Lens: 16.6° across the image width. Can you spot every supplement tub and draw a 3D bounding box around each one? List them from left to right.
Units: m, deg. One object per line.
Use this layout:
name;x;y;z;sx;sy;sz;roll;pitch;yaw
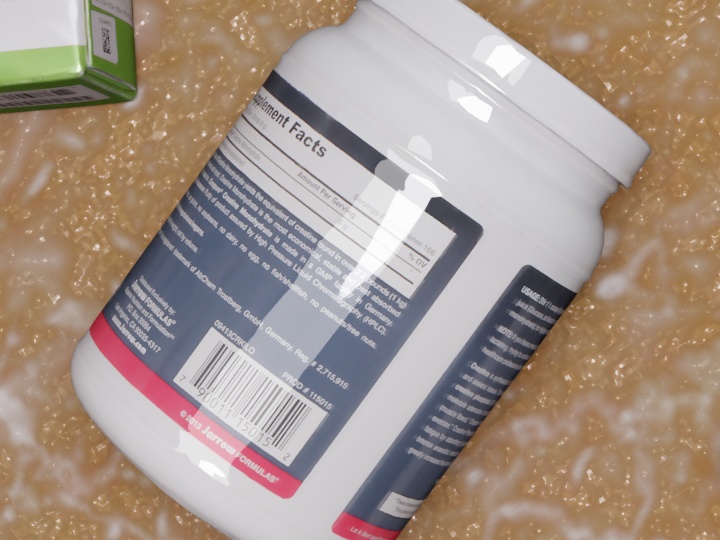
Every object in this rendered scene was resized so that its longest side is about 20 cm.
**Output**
supplement tub;0.000;0.000;0.913;0.140;0.140;0.200;37;94;10

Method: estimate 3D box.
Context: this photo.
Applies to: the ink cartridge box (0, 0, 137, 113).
ink cartridge box;-0.172;-0.165;0.987;0.148;0.076;0.200;-4;86;11
